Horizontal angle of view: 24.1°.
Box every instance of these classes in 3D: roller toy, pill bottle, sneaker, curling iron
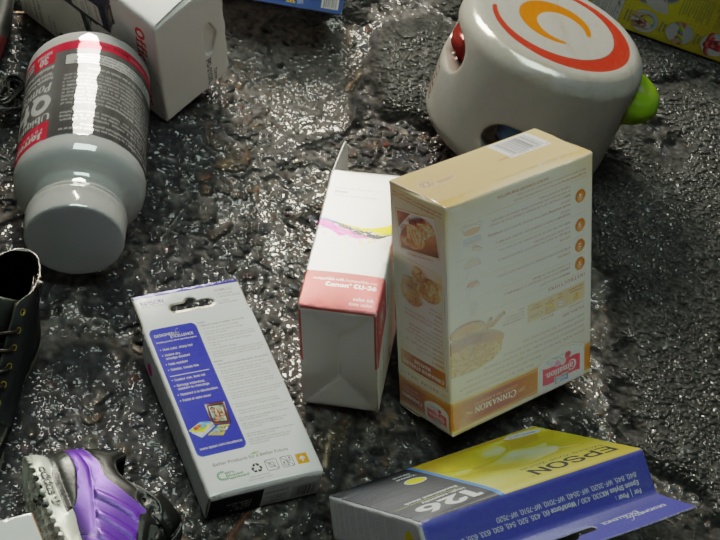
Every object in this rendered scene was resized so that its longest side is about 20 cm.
[{"bbox_3d":[0.157,-0.172,1.573,0.182,0.140,0.200,-17,52,-42],"label":"roller toy"},{"bbox_3d":[-0.233,-0.097,1.413,0.110,0.111,0.201,6,47,-11],"label":"pill bottle"},{"bbox_3d":[-0.287,0.078,1.239,0.074,0.107,0.201,14,46,-3],"label":"sneaker"},{"bbox_3d":[-0.166,0.202,1.186,0.099,0.070,0.201,-9,52,-26],"label":"sneaker"},{"bbox_3d":[-0.327,-0.203,1.547,0.049,0.026,0.201,20,37,-28],"label":"curling iron"}]

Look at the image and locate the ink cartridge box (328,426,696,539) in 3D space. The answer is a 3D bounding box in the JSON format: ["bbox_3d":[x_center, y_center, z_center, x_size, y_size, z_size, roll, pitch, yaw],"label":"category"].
[{"bbox_3d":[0.105,0.167,1.228,0.196,0.200,0.047,-13,95,-27],"label":"ink cartridge box"}]

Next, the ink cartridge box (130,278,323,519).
[{"bbox_3d":[-0.109,0.097,1.323,0.094,0.037,0.201,-10,54,-23],"label":"ink cartridge box"}]

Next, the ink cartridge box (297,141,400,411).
[{"bbox_3d":[0.000,0.000,1.379,0.067,0.117,0.201,6,46,7],"label":"ink cartridge box"}]

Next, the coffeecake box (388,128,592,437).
[{"bbox_3d":[0.107,0.009,1.345,0.153,0.201,0.073,-21,32,-32],"label":"coffeecake box"}]

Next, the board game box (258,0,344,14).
[{"bbox_3d":[-0.116,-0.298,1.649,0.198,0.035,0.136,8,21,-9],"label":"board game box"}]

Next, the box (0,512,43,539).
[{"bbox_3d":[-0.224,0.277,1.061,0.097,0.125,0.201,-13,53,-26],"label":"box"}]

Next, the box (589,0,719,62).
[{"bbox_3d":[0.332,-0.294,1.751,0.199,0.118,0.049,22,47,4],"label":"box"}]

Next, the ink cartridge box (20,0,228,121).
[{"bbox_3d":[-0.222,-0.251,1.525,0.200,0.145,0.084,37,67,18],"label":"ink cartridge box"}]
